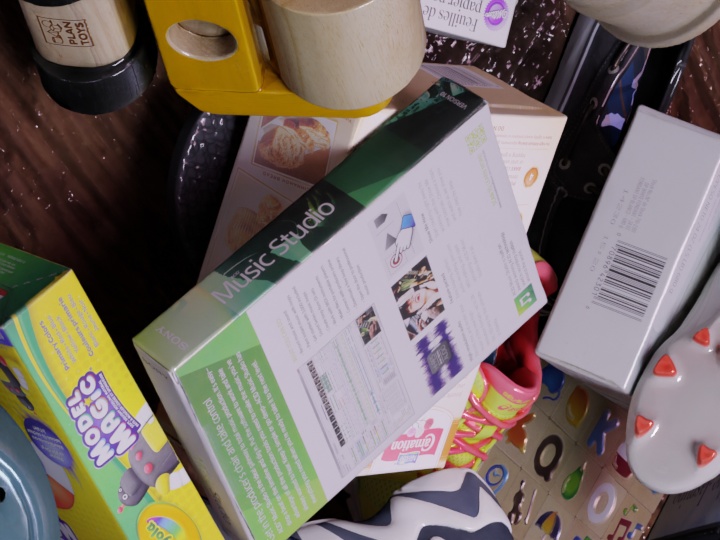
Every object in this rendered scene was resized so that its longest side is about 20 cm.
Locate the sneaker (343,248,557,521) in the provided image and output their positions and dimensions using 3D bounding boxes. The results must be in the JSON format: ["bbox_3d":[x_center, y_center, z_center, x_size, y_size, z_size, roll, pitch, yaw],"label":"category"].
[{"bbox_3d":[0.052,0.071,1.407,0.078,0.090,0.200,7,99,-43],"label":"sneaker"}]

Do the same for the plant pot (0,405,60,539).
[{"bbox_3d":[-0.208,0.120,1.129,0.200,0.135,0.200,6,79,-34],"label":"plant pot"}]

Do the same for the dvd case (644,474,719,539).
[{"bbox_3d":[0.220,0.063,1.420,0.018,0.143,0.200,30,76,-4],"label":"dvd case"}]

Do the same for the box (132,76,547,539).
[{"bbox_3d":[-0.005,0.023,1.230,0.200,0.036,0.144,-42,139,-20],"label":"box"}]

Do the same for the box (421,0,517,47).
[{"bbox_3d":[-0.004,-0.152,1.333,0.200,0.041,0.039,10,95,-41],"label":"box"}]

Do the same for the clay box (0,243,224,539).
[{"bbox_3d":[-0.138,0.076,1.230,0.048,0.115,0.200,-41,124,-24],"label":"clay box"}]

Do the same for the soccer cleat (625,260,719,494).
[{"bbox_3d":[0.200,0.032,1.373,0.200,0.069,0.078,-62,166,-13],"label":"soccer cleat"}]

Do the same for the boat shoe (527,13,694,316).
[{"bbox_3d":[0.138,-0.066,1.458,0.070,0.066,0.200,25,85,-41],"label":"boat shoe"}]

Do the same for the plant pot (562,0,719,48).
[{"bbox_3d":[0.085,-0.221,1.309,0.183,0.200,0.201,5,99,-29],"label":"plant pot"}]

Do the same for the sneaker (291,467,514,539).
[{"bbox_3d":[0.001,0.194,1.336,0.199,0.130,0.080,-20,140,-14],"label":"sneaker"}]

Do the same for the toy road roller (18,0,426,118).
[{"bbox_3d":[-0.067,-0.159,1.183,0.123,0.200,0.146,77,21,-61],"label":"toy road roller"}]

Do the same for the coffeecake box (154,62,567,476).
[{"bbox_3d":[0.000,0.000,1.304,0.153,0.073,0.200,-1,115,-48],"label":"coffeecake box"}]

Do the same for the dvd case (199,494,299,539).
[{"bbox_3d":[-0.070,0.194,1.261,0.025,0.200,0.150,37,77,-42],"label":"dvd case"}]

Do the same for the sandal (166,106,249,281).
[{"bbox_3d":[-0.058,-0.013,1.329,0.075,0.045,0.200,-43,140,-17],"label":"sandal"}]

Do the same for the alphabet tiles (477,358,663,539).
[{"bbox_3d":[0.132,0.107,1.530,0.166,0.006,0.200,42,74,-45],"label":"alphabet tiles"}]

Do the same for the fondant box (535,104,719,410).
[{"bbox_3d":[0.175,0.007,1.447,0.144,0.058,0.200,-67,157,-3],"label":"fondant box"}]
